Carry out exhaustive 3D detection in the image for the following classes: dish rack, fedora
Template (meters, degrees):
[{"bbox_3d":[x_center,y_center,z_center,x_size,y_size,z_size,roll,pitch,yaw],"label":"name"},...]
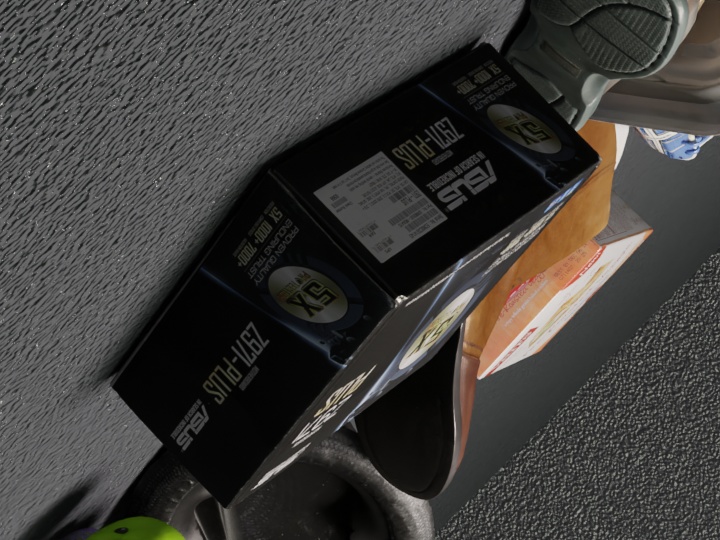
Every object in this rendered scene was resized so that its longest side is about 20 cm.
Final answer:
[{"bbox_3d":[0.205,-0.150,1.517,0.200,0.044,0.171,-41,-150,-23],"label":"dish rack"},{"bbox_3d":[-0.046,0.133,1.650,0.201,0.200,0.092,-51,-155,36],"label":"fedora"}]

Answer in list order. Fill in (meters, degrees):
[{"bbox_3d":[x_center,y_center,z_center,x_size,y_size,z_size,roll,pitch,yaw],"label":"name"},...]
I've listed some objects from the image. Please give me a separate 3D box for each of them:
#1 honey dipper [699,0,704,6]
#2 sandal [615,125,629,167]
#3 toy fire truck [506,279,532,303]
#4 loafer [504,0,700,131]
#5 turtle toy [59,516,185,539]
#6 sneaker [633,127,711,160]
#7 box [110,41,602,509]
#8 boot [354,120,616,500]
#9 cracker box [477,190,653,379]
[{"bbox_3d":[0.227,-0.131,1.427,0.038,0.199,0.038,18,90,-90],"label":"honey dipper"},{"bbox_3d":[0.129,-0.072,1.680,0.079,0.059,0.207,-47,171,12],"label":"sandal"},{"bbox_3d":[0.071,-0.001,1.780,0.200,0.049,0.141,-41,170,-23],"label":"toy fire truck"},{"bbox_3d":[0.123,-0.129,1.393,0.063,0.072,0.200,-49,-178,-22],"label":"loafer"},{"bbox_3d":[-0.129,0.194,1.544,0.200,0.145,0.101,105,10,-74],"label":"turtle toy"},{"bbox_3d":[0.190,-0.112,1.657,0.076,0.077,0.200,-43,178,2],"label":"sneaker"},{"bbox_3d":[0.000,0.000,1.340,0.200,0.086,0.164,-34,167,-51],"label":"box"},{"bbox_3d":[0.074,0.009,1.567,0.200,0.068,0.189,-39,133,-45],"label":"boot"},{"bbox_3d":[0.136,0.006,2.079,0.134,0.058,0.200,-48,170,15],"label":"cracker box"}]
